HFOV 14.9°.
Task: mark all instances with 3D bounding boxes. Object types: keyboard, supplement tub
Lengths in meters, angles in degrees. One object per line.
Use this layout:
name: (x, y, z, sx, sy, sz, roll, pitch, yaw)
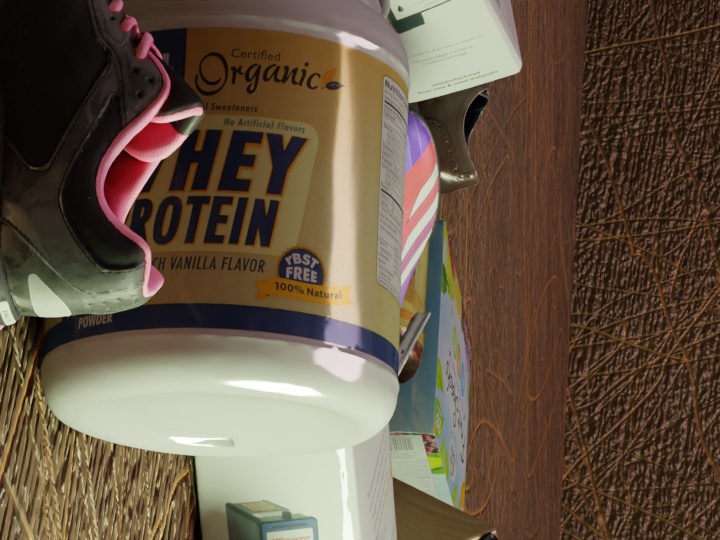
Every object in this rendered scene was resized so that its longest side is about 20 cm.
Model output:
keyboard: (-0.004, 0.102, 1.655, 0.200, 0.011, 0.056, -60, 179, -44)
supplement tub: (-0.053, -0.035, 1.117, 0.144, 0.144, 0.201, 63, 28, -72)

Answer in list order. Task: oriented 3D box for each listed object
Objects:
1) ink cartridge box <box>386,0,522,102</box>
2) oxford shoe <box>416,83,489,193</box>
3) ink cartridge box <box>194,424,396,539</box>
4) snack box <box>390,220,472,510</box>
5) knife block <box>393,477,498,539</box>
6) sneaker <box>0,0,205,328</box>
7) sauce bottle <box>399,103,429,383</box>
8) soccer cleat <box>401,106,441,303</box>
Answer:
ink cartridge box: (0.026, -0.219, 1.672, 0.200, 0.084, 0.147, 55, 23, -57)
oxford shoe: (0.066, -0.151, 2.150, 0.071, 0.072, 0.201, 64, 27, -70)
ink cartridge box: (-0.030, 0.131, 1.461, 0.145, 0.087, 0.201, -73, 163, -65)
snack box: (0.038, 0.084, 1.981, 0.200, 0.067, 0.169, 72, 19, -60)
knife block: (0.050, 0.184, 1.699, 0.200, 0.175, 0.064, -69, 158, -68)
sneaker: (-0.100, -0.070, 0.975, 0.079, 0.095, 0.201, 64, 26, -68)
sauce bottle: (0.014, -0.023, 1.844, 0.066, 0.066, 0.201, 75, 15, -60)
soccer cleat: (0.000, 0.000, 1.622, 0.073, 0.068, 0.201, -64, 171, -69)
